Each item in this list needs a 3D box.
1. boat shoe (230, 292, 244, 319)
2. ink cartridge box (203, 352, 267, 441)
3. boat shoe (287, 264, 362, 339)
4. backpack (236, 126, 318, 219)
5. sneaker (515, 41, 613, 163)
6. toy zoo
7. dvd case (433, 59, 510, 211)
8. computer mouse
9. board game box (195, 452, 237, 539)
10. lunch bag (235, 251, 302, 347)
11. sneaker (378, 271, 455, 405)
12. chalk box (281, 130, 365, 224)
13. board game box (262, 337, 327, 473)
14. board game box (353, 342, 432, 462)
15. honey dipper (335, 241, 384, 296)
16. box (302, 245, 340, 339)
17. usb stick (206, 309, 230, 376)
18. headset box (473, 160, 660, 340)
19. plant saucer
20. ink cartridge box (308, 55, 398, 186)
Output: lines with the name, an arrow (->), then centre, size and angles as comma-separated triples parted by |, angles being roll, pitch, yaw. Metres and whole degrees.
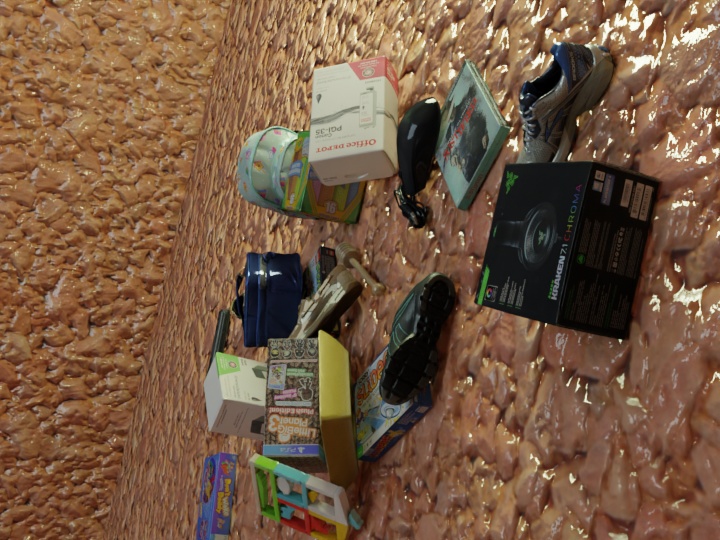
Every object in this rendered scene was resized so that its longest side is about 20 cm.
boat shoe -> -0.282, 0.085, 2.330 | 0.201, 0.060, 0.073 | 175, 106, -68
ink cartridge box -> -0.189, 0.249, 1.821 | 0.085, 0.198, 0.146 | -64, 25, 24
boat shoe -> -0.078, 0.077, 1.730 | 0.200, 0.071, 0.065 | -48, 67, 16
backpack -> -0.146, -0.201, 1.950 | 0.153, 0.197, 0.179 | -172, 95, -68
sneaker -> 0.223, -0.193, 1.169 | 0.077, 0.084, 0.202 | -108, 36, -53
toy zoo -> -0.086, 0.379, 1.544 | 0.020, 0.198, 0.133 | -49, -33, -44
dvd case -> 0.157, -0.205, 1.427 | 0.201, 0.022, 0.147 | -103, 32, -50
computer mouse -> 0.081, -0.178, 1.522 | 0.139, 0.052, 0.203 | -117, 34, -63
board game box -> -0.342, 0.542, 2.261 | 0.134, 0.044, 0.203 | 147, 131, -61
lunch bag -> -0.186, 0.056, 1.932 | 0.136, 0.130, 0.203 | -103, 14, -62
sneaker -> 0.078, 0.100, 1.387 | 0.202, 0.075, 0.079 | -65, 19, -10
chalk box -> -0.060, -0.201, 1.834 | 0.124, 0.122, 0.203 | -167, 89, -68
board game box -> -0.104, 0.236, 1.652 | 0.160, 0.095, 0.203 | 73, -163, -69
board game box -> 0.046, 0.193, 1.479 | 0.200, 0.034, 0.137 | 126, 149, -47
honey dipper -> 0.000, 0.000, 1.697 | 0.200, 0.037, 0.038 | -129, 55, -62
box -> -0.080, 0.066, 1.865 | 0.110, 0.034, 0.202 | 125, 149, -45
usb stick -> -0.380, 0.205, 2.555 | 0.055, 0.032, 0.203 | 168, 112, -74
headset box -> 0.222, -0.028, 1.073 | 0.200, 0.092, 0.177 | -164, 87, -69
plant saucer -> -0.034, 0.231, 1.545 | 0.201, 0.048, 0.202 | -94, -3, -49
ink cartridge box -> -0.010, -0.266, 1.703 | 0.083, 0.144, 0.203 | 53, -146, -58
